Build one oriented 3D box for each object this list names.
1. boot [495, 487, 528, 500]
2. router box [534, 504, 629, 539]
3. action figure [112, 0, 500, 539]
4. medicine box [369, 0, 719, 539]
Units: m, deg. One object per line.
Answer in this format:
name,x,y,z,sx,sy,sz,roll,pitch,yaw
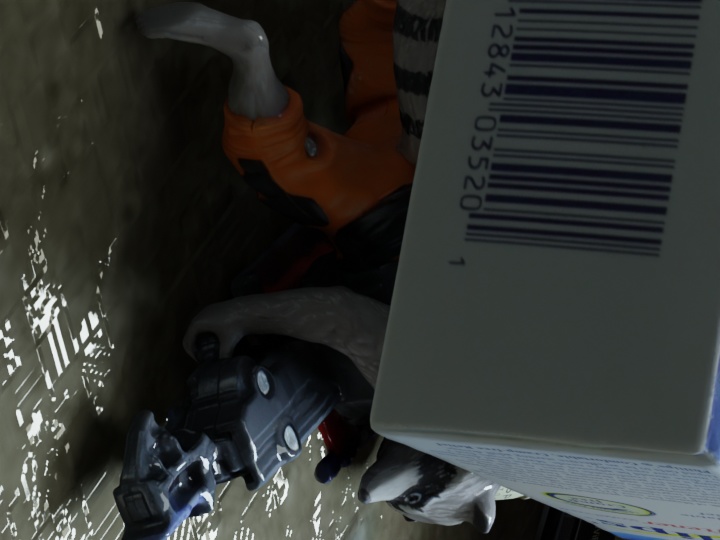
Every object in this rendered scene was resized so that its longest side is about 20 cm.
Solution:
boot,0.097,-0.014,0.935,0.072,0.154,0.201,-151,-112,-68
router box,0.134,0.093,1.050,0.052,0.157,0.201,30,64,-24
action figure,0.000,0.000,0.791,0.200,0.104,0.194,-55,134,-52
medicine box,0.101,-0.020,0.786,0.200,0.102,0.183,28,70,-61
